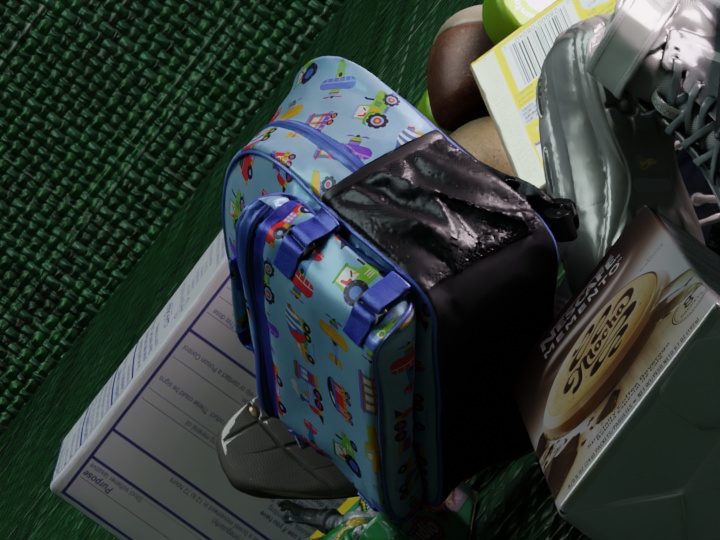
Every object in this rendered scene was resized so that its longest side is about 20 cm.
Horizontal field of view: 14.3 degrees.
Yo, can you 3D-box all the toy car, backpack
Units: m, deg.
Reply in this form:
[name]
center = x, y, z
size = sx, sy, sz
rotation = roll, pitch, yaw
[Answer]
[toy car]
center = 0.100, -0.045, 1.660
size = 0.164, 0.158, 0.200
rotation = 123, 164, -61
[backpack]
center = 0.000, 0.000, 1.431
size = 0.134, 0.200, 0.183
rotation = -31, -36, -25

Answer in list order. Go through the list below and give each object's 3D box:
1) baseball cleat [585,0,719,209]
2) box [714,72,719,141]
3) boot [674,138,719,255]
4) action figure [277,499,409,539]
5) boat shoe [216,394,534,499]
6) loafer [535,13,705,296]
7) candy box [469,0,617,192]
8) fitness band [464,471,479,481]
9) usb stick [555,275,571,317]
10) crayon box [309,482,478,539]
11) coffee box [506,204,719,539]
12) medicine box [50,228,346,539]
[baseball cleat]
center = 0.160, -0.068, 1.361
size = 0.070, 0.106, 0.200
rotation = -61, 28, 32
[box]
center = 0.239, -0.112, 1.295
size = 0.122, 0.106, 0.200
rotation = -48, 12, 28
[boot]
center = 0.190, -0.047, 1.463
size = 0.200, 0.073, 0.090
rotation = -44, 32, 41
[action figure]
center = -0.034, 0.160, 1.492
size = 0.200, 0.055, 0.118
rotation = -29, 22, 50
[boat shoe]
center = 0.023, 0.091, 1.527
size = 0.073, 0.200, 0.075
rotation = 96, 162, -60
[loafer]
center = 0.127, -0.027, 1.433
size = 0.070, 0.070, 0.200
rotation = -28, 62, 57
[candy box]
center = 0.154, -0.126, 1.534
size = 0.200, 0.026, 0.102
rotation = -35, 54, 21
[fitness band]
center = 0.021, 0.029, 1.623
size = 0.144, 0.200, 0.037
rotation = 7, 25, 40
[usb stick]
center = 0.155, -0.023, 1.603
size = 0.200, 0.033, 0.055
rotation = -54, 17, -1
[crayon box]
center = -0.018, 0.209, 1.549
size = 0.173, 0.058, 0.200
rotation = -46, 13, 24
[coffee box]
center = 0.137, 0.055, 1.282
size = 0.113, 0.080, 0.200
rotation = -53, 10, 8
[medicine box]
center = -0.058, 0.097, 1.751
size = 0.200, 0.182, 0.103
rotation = -52, 10, 10
